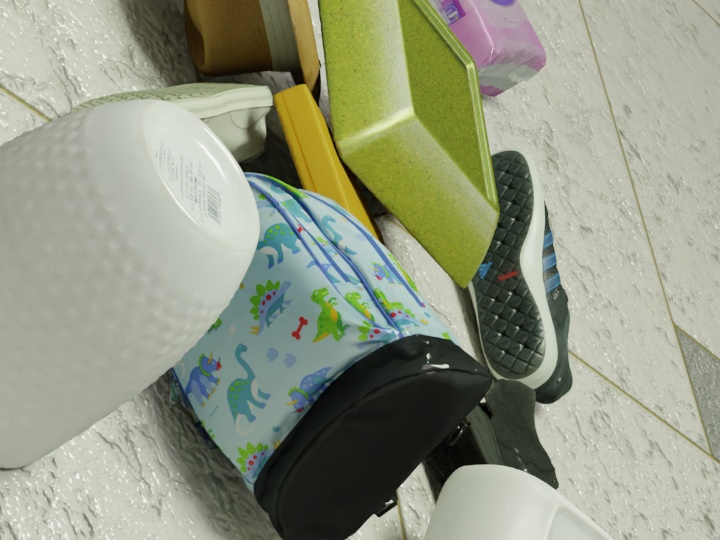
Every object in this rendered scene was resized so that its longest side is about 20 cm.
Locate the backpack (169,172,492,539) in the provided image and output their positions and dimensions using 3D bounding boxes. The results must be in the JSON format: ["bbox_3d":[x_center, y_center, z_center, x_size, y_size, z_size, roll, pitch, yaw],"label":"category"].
[{"bbox_3d":[-0.041,0.033,1.512,0.153,0.163,0.200,23,32,-39],"label":"backpack"}]

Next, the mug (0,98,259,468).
[{"bbox_3d":[-0.142,-0.018,1.350,0.148,0.175,0.200,47,25,-21],"label":"mug"}]

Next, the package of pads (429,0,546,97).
[{"bbox_3d":[0.068,-0.241,2.151,0.201,0.076,0.120,62,22,12],"label":"package of pads"}]

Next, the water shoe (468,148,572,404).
[{"bbox_3d":[0.117,0.007,1.951,0.079,0.071,0.201,45,37,-54],"label":"water shoe"}]

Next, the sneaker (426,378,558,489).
[{"bbox_3d":[0.099,0.150,1.744,0.104,0.060,0.200,26,35,-42],"label":"sneaker"}]

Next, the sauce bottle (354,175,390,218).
[{"bbox_3d":[0.032,-0.076,1.892,0.065,0.065,0.200,58,20,4],"label":"sauce bottle"}]

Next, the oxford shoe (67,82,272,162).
[{"bbox_3d":[-0.115,-0.087,1.633,0.200,0.075,0.058,-12,107,-63],"label":"oxford shoe"}]

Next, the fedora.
[{"bbox_3d":[-0.082,-0.187,1.750,0.201,0.081,0.201,166,-90,-86],"label":"fedora"}]

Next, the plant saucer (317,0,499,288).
[{"bbox_3d":[0.039,-0.119,1.783,0.200,0.048,0.200,45,31,-49],"label":"plant saucer"}]

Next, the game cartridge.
[{"bbox_3d":[0.000,0.000,1.686,0.200,0.032,0.177,60,9,-58],"label":"game cartridge"}]

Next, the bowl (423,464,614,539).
[{"bbox_3d":[0.119,0.232,1.596,0.200,0.074,0.201,42,48,-30],"label":"bowl"}]
